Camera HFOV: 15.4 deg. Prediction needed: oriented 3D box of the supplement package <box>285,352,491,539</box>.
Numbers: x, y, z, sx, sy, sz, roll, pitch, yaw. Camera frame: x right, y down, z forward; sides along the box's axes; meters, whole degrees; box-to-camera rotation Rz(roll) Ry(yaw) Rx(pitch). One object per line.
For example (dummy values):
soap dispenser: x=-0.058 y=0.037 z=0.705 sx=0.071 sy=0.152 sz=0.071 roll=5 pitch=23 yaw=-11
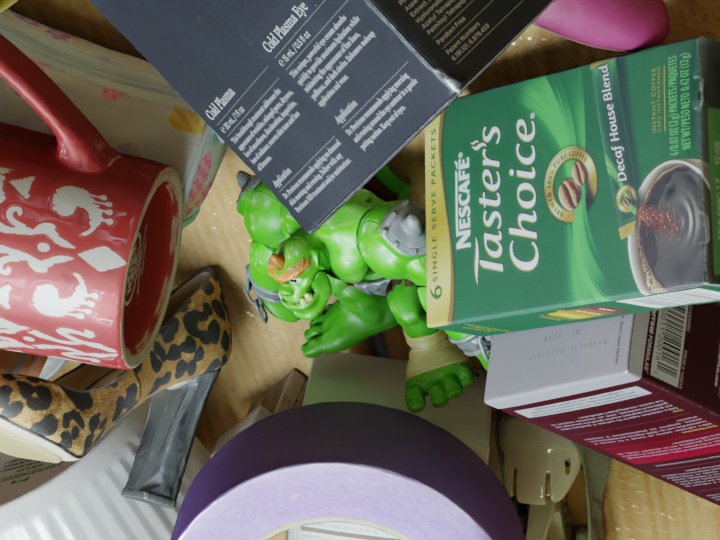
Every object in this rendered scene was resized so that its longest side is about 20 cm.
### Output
supplement package: x=0.012 y=0.162 z=1.537 sx=0.109 sy=0.114 sz=0.201 roll=7 pitch=111 yaw=2

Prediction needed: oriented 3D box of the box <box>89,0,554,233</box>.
box: x=-0.022 y=-0.143 z=1.244 sx=0.182 sy=0.104 sz=0.200 roll=46 pitch=153 yaw=-3

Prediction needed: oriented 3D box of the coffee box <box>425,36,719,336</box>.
coffee box: x=0.109 y=-0.037 z=1.309 sx=0.044 sy=0.123 sz=0.200 roll=6 pitch=171 yaw=-39

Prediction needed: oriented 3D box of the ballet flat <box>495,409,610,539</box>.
ballet flat: x=0.111 y=0.127 z=1.553 sx=0.067 sy=0.064 sz=0.200 roll=9 pitch=136 yaw=19

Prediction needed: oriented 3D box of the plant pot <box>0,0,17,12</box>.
plant pot: x=-0.199 y=-0.245 z=1.237 sx=0.189 sy=0.201 sz=0.201 roll=43 pitch=139 yaw=5

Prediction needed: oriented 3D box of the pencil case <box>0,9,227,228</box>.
pencil case: x=-0.167 y=-0.093 z=1.452 sx=0.200 sy=0.083 sz=0.091 roll=23 pitch=121 yaw=5

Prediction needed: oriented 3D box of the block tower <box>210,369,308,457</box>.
block tower: x=0.009 y=0.141 z=1.629 sx=0.200 sy=0.058 sz=0.054 roll=35 pitch=139 yaw=-13

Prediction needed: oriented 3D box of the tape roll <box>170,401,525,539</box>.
tape roll: x=-0.009 y=0.178 z=1.438 sx=0.199 sy=0.085 sz=0.201 roll=1 pitch=110 yaw=3

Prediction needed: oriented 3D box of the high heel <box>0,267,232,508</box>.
high heel: x=-0.155 y=0.042 z=1.506 sx=0.071 sy=0.143 sz=0.200 roll=6 pitch=165 yaw=41

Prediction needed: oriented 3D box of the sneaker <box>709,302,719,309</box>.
sneaker: x=0.166 y=-0.005 z=1.395 sx=0.200 sy=0.075 sz=0.087 roll=-2 pitch=145 yaw=38

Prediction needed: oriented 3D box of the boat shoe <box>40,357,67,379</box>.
boat shoe: x=-0.199 y=0.022 z=1.599 sx=0.071 sy=0.070 sz=0.200 roll=29 pitch=139 yaw=-4

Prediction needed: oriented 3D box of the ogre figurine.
ogre figurine: x=0.000 y=0.000 z=1.455 sx=0.200 sy=0.098 sz=0.120 roll=41 pitch=164 yaw=53

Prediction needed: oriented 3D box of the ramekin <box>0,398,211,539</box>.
ramekin: x=-0.183 y=0.146 z=1.635 sx=0.202 sy=0.202 sz=0.094 roll=-14 pitch=113 yaw=37

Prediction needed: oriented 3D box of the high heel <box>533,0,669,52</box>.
high heel: x=0.077 y=-0.181 z=1.241 sx=0.200 sy=0.068 sz=0.096 roll=33 pitch=144 yaw=-7

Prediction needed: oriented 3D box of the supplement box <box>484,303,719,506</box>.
supplement box: x=0.175 y=0.067 z=1.398 sx=0.200 sy=0.061 sz=0.109 roll=26 pitch=154 yaw=-35

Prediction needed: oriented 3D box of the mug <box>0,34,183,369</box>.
mug: x=-0.203 y=-0.033 z=1.370 sx=0.199 sy=0.134 sz=0.178 roll=13 pitch=143 yaw=9

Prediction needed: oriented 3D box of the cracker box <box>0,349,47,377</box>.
cracker box: x=-0.252 y=-0.024 z=1.531 sx=0.200 sy=0.058 sz=0.134 roll=50 pitch=142 yaw=14
